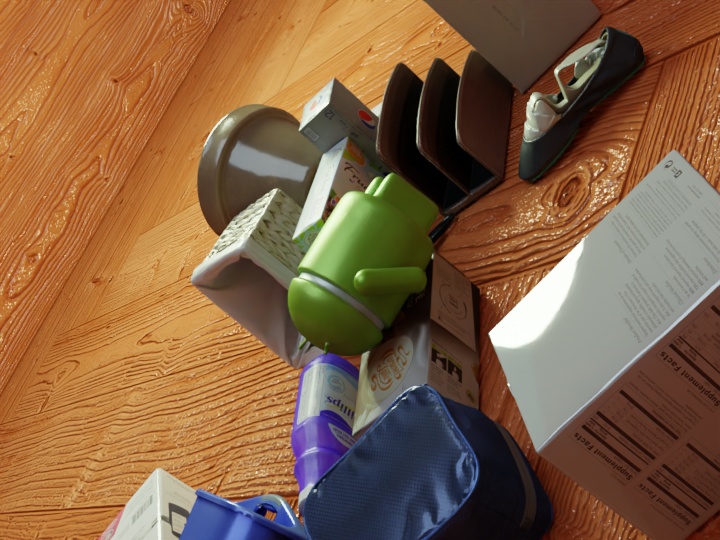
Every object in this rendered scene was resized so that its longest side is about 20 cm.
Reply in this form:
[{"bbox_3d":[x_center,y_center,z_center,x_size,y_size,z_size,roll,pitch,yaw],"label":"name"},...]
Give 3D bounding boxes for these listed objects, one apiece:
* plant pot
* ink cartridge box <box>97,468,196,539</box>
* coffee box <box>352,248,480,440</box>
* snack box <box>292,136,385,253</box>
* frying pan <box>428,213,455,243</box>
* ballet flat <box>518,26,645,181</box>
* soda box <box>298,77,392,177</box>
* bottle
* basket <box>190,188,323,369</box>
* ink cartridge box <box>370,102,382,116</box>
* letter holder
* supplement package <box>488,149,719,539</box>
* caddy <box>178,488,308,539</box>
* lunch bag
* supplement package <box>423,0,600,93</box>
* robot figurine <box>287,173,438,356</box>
[{"bbox_3d":[-0.100,-0.119,1.487,0.173,0.200,0.202,16,69,40],"label":"plant pot"},{"bbox_3d":[-0.269,0.375,1.373,0.145,0.084,0.200,-49,22,10],"label":"ink cartridge box"},{"bbox_3d":[0.062,0.092,1.130,0.114,0.079,0.202,-37,28,33],"label":"coffee box"},{"bbox_3d":[-0.002,-0.057,1.320,0.053,0.142,0.201,-32,23,28],"label":"snack box"},{"bbox_3d":[0.043,0.010,1.346,0.114,0.031,0.191,-9,38,55],"label":"frying pan"},{"bbox_3d":[0.232,-0.194,1.217,0.200,0.073,0.073,-48,23,15],"label":"ballet flat"},{"bbox_3d":[0.013,-0.157,1.419,0.063,0.199,0.069,-37,27,29],"label":"soda box"},{"bbox_3d":[-0.036,0.185,1.187,0.065,0.083,0.201,-39,26,29],"label":"bottle"},{"bbox_3d":[-0.097,0.011,1.410,0.135,0.200,0.124,-27,29,45],"label":"basket"},{"bbox_3d":[-0.013,-0.179,1.624,0.200,0.057,0.162,-44,11,-28],"label":"ink cartridge box"},{"bbox_3d":[0.107,-0.196,1.368,0.100,0.142,0.202,-34,29,38],"label":"letter holder"},{"bbox_3d":[0.224,0.057,0.773,0.200,0.150,0.152,-46,24,17],"label":"supplement package"},{"bbox_3d":[-0.107,0.283,1.117,0.199,0.140,0.106,-3,58,61],"label":"caddy"},{"bbox_3d":[0.055,0.215,0.913,0.200,0.132,0.137,-46,40,15],"label":"lunch bag"},{"bbox_3d":[0.184,-0.380,1.413,0.147,0.190,0.201,-43,25,21],"label":"supplement package"},{"bbox_3d":[0.000,0.000,1.126,0.202,0.115,0.175,-58,17,-11],"label":"robot figurine"}]
